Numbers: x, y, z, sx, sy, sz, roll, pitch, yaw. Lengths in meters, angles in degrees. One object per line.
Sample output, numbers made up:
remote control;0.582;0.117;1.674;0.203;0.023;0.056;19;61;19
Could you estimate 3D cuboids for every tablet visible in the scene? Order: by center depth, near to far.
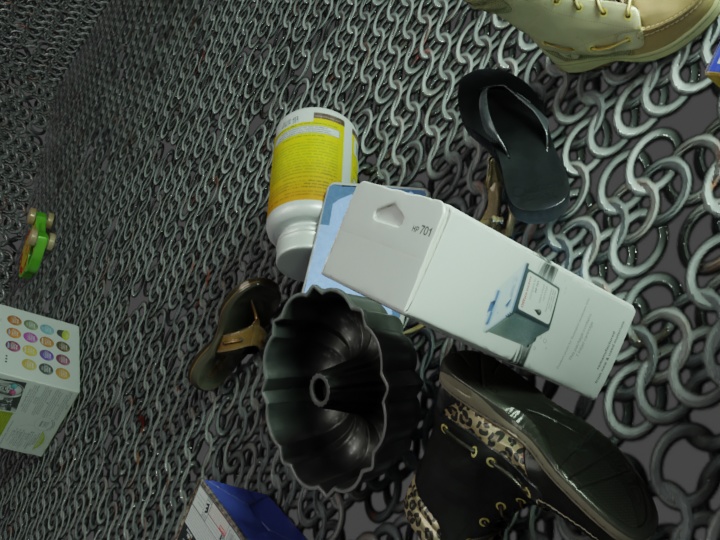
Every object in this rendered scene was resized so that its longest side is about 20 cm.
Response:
tablet;0.000;0.000;1.030;0.128;0.014;0.203;6;74;25

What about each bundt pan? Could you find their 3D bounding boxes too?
bundt pan;-0.013;0.116;0.930;0.200;0.075;0.205;-2;87;49

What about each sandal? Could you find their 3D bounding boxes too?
sandal;0.146;-0.130;0.876;0.075;0.043;0.202;-20;49;-1
sandal;-0.161;0.093;1.235;0.201;0.081;0.055;-53;49;21

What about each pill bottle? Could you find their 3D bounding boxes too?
pill bottle;-0.058;-0.091;1.149;0.109;0.108;0.202;-35;42;43

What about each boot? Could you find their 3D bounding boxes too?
boot;0.117;0.174;0.714;0.199;0.073;0.152;38;123;32
boot;0.190;-0.239;0.790;0.199;0.154;0.074;0;70;58

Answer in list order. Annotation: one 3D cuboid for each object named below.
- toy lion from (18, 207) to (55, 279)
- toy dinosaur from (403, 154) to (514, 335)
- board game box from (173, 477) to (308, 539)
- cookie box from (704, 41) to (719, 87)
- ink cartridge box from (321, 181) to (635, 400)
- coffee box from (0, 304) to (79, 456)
toy lion;-0.892;-0.056;2.564;0.193;0.068;0.200;-65;29;20
toy dinosaur;0.108;-0.006;0.894;0.202;0.058;0.101;-64;14;5
board game box;-0.147;0.355;1.010;0.159;0.096;0.202;25;93;61
cookie box;0.309;-0.083;0.477;0.076;0.170;0.200;-62;29;2
ink cartridge box;0.090;0.014;0.741;0.146;0.198;0.087;24;91;61
coffee box;-0.698;0.222;1.909;0.201;0.196;0.201;-54;33;26
